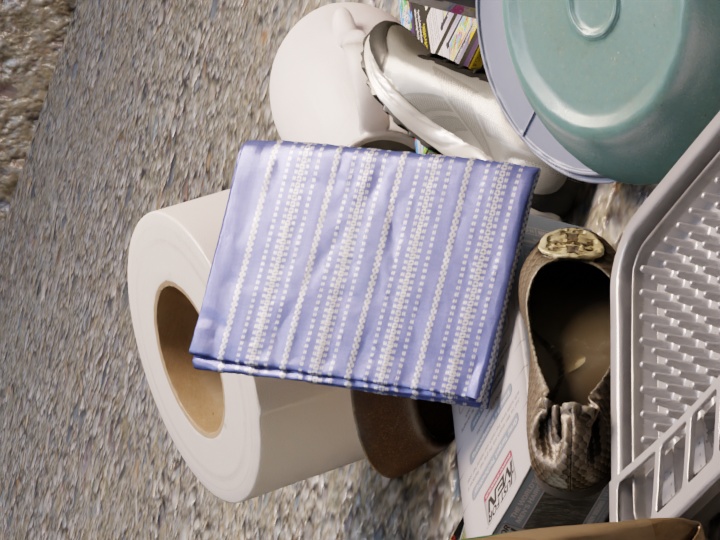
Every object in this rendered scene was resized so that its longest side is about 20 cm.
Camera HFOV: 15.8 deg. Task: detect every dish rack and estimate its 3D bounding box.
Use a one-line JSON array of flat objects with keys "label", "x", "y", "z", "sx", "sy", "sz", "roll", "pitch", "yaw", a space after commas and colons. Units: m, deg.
[{"label": "dish rack", "x": 0.175, "y": 0.031, "z": 1.271, "sx": 0.172, "sy": 0.043, "sz": 0.201, "roll": 123, "pitch": 155, "yaw": -53}]

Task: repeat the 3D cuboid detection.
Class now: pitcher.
[{"label": "pitcher", "x": -0.001, "y": -0.125, "z": 1.835, "sx": 0.200, "sy": 0.121, "sz": 0.172, "roll": -106, "pitch": 8, "yaw": -52}]

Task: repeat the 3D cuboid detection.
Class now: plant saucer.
[{"label": "plant saucer", "x": 0.042, "y": 0.029, "z": 1.595, "sx": 0.200, "sy": 0.034, "sz": 0.201, "roll": 5, "pitch": -90, "yaw": -69}, {"label": "plant saucer", "x": 0.136, "y": -0.145, "z": 1.398, "sx": 0.200, "sy": 0.036, "sz": 0.201, "roll": 10, "pitch": 102, "yaw": 52}]

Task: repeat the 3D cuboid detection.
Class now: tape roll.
[{"label": "tape roll", "x": -0.054, "y": 0.040, "z": 1.737, "sx": 0.203, "sy": 0.139, "sz": 0.203, "roll": 46, "pitch": 144, "yaw": 47}]

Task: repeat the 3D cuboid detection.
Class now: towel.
[{"label": "towel", "x": 0.000, "y": 0.000, "z": 1.498, "sx": 0.024, "sy": 0.199, "sz": 0.145, "roll": 33, "pitch": -113, "yaw": -59}]

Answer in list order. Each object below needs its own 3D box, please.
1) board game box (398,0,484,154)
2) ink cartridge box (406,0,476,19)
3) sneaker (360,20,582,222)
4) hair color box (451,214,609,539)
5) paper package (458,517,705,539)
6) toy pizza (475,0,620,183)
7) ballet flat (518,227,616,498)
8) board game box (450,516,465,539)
[{"label": "board game box", "x": 0.085, "y": -0.181, "z": 1.734, "sx": 0.200, "sy": 0.056, "sz": 0.166, "roll": -95, "pitch": 26, "yaw": -49}, {"label": "ink cartridge box", "x": 0.064, "y": -0.220, "z": 1.570, "sx": 0.067, "sy": 0.199, "sz": 0.118, "roll": 132, "pitch": 148, "yaw": -60}, {"label": "sneaker", "x": 0.075, "y": -0.098, "z": 1.602, "sx": 0.200, "sy": 0.074, "sz": 0.079, "roll": 47, "pitch": 110, "yaw": 36}, {"label": "hair color box", "x": 0.098, "y": 0.070, "z": 1.474, "sx": 0.200, "sy": 0.060, "sz": 0.099, "roll": -94, "pitch": 23, "yaw": -48}, {"label": "paper package", "x": 0.090, "y": 0.219, "z": 1.235, "sx": 0.200, "sy": 0.103, "sz": 0.192, "roll": 153, "pitch": 114, "yaw": -70}, {"label": "toy pizza", "x": 0.137, "y": -0.149, "z": 1.451, "sx": 0.200, "sy": 0.032, "sz": 0.201, "roll": 10, "pitch": 103, "yaw": 52}, {"label": "ballet flat", "x": 0.114, "y": 0.038, "z": 1.391, "sx": 0.200, "sy": 0.067, "sz": 0.047, "roll": -81, "pitch": -14, "yaw": -48}, {"label": "board game box", "x": 0.077, "y": 0.216, "z": 1.500, "sx": 0.200, "sy": 0.023, "sz": 0.105, "roll": -95, "pitch": 26, "yaw": -48}]
